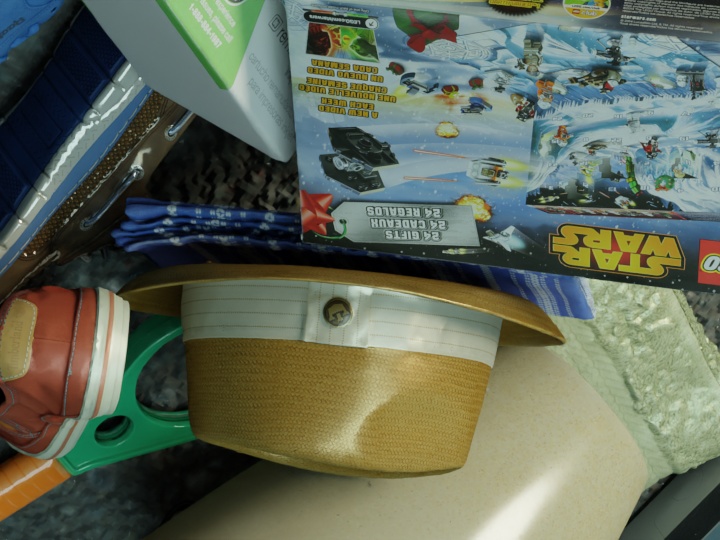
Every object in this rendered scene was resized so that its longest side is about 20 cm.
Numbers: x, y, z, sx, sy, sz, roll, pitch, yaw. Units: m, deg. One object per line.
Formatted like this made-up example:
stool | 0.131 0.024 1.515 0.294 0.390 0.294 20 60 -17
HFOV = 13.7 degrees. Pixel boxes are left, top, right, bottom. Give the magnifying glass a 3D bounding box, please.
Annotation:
magnifying glass | -0.126 0.076 1.420 0.200 0.022 0.080 -34 139 1

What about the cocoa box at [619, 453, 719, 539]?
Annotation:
cocoa box | 0.227 0.168 1.546 0.200 0.131 0.133 -46 124 8

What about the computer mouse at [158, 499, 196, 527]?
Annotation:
computer mouse | -0.033 0.177 1.509 0.199 0.046 0.141 12 104 -24

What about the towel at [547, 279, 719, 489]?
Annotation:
towel | 0.101 0.048 1.488 0.148 0.037 0.200 -33 124 0

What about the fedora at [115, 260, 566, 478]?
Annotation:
fedora | -0.011 0.047 1.304 0.200 0.200 0.082 8 83 -25

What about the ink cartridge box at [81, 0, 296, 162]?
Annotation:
ink cartridge box | -0.026 -0.169 1.224 0.200 0.084 0.146 -54 150 -10

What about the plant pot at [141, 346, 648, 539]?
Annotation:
plant pot | 0.032 0.130 1.403 0.200 0.187 0.187 -42 125 -13

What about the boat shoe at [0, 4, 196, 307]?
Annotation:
boat shoe | -0.127 -0.038 1.329 0.072 0.072 0.200 30 108 -39

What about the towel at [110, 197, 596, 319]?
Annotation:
towel | 0.000 0.000 1.327 0.199 0.145 0.024 6 81 10

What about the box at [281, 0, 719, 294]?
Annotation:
box | 0.072 -0.059 1.196 0.199 0.040 0.137 7 136 10

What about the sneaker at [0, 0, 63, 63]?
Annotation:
sneaker | -0.162 -0.109 1.278 0.078 0.066 0.200 18 110 -28

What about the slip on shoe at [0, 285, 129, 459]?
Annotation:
slip on shoe | -0.145 0.041 1.311 0.061 0.200 0.074 8 81 -12
